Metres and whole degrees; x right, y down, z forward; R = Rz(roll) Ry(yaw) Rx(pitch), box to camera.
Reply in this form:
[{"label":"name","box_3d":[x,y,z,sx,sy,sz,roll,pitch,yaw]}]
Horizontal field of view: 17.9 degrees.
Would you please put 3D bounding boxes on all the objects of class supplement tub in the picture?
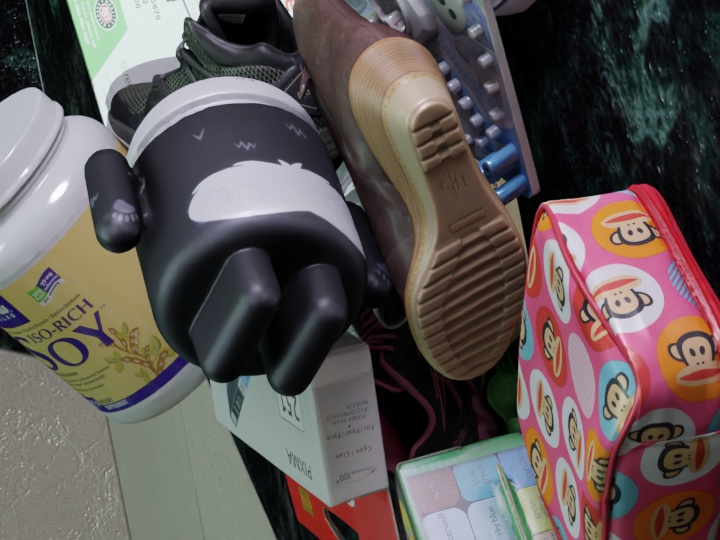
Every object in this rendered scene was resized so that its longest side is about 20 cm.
[{"label":"supplement tub","box_3d":[-0.183,-0.010,1.510,0.200,0.145,0.145,43,179,-23]}]

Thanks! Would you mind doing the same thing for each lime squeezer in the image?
[{"label":"lime squeezer","box_3d":[0.100,0.070,1.417,0.200,0.038,0.071,-133,30,-67]}]

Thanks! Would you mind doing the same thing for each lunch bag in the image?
[{"label":"lunch bag","box_3d":[0.131,0.058,1.198,0.200,0.082,0.176,92,161,-47]}]

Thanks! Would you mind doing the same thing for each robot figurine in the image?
[{"label":"robot figurine","box_3d":[-0.067,-0.020,1.285,0.150,0.125,0.200,56,-170,-43]}]

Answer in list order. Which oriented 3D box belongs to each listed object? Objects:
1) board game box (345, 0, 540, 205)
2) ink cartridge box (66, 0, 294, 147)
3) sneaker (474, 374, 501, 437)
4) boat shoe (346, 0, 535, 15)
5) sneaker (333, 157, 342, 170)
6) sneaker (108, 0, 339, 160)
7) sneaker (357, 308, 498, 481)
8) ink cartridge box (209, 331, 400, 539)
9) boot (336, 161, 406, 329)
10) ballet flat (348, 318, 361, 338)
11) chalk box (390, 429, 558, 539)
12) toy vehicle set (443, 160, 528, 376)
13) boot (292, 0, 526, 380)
[{"label":"board game box","box_3d":[0.014,-0.150,1.282,0.200,0.026,0.200,41,158,44]},{"label":"ink cartridge box","box_3d":[-0.084,-0.158,1.536,0.200,0.084,0.146,-15,94,33]},{"label":"sneaker","box_3d":[0.055,0.048,1.555,0.076,0.070,0.200,-35,64,48]},{"label":"boat shoe","box_3d":[0.045,-0.180,1.305,0.200,0.066,0.072,-175,82,-67]},{"label":"sneaker","box_3d":[-0.032,-0.039,1.545,0.078,0.077,0.200,47,120,13]},{"label":"sneaker","box_3d":[-0.092,-0.126,1.430,0.199,0.076,0.114,10,120,49]},{"label":"sneaker","box_3d":[0.027,0.057,1.469,0.079,0.095,0.200,-35,58,31]},{"label":"ink cartridge box","box_3d":[-0.037,0.109,1.406,0.200,0.045,0.176,-154,51,-65]},{"label":"boot","box_3d":[0.000,0.000,1.409,0.200,0.074,0.096,-57,36,43]},{"label":"ballet flat","box_3d":[0.004,0.012,1.707,0.072,0.072,0.200,101,152,-58]},{"label":"chalk box","box_3d":[0.091,0.171,1.347,0.200,0.124,0.125,101,154,-66]},{"label":"toy vehicle set","box_3d":[0.062,-0.047,1.416,0.124,0.026,0.200,127,136,-68]},{"label":"boot","box_3d":[0.024,-0.053,1.281,0.166,0.072,0.200,-130,23,-54]}]
